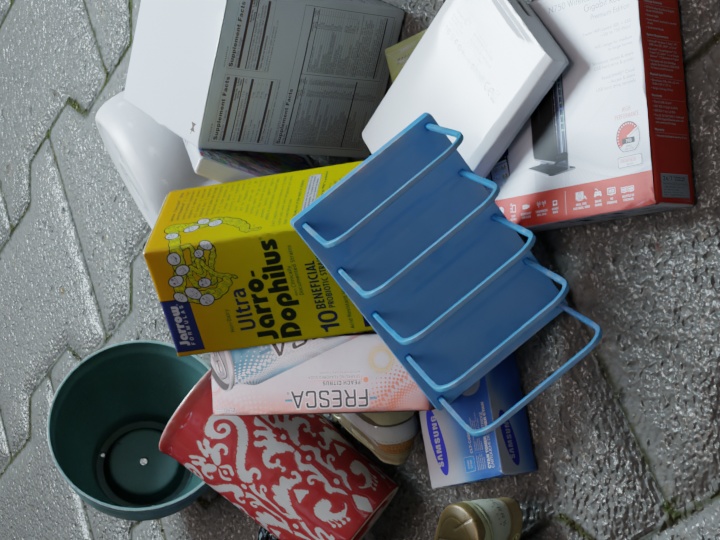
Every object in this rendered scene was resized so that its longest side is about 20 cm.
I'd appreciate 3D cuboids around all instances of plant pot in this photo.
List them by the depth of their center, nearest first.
[{"bbox_3d":[-0.246,0.197,1.475,0.134,0.200,0.201,102,149,-60],"label":"plant pot"}]

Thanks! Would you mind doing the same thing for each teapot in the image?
[{"bbox_3d":[-0.186,-0.128,1.420,0.200,0.146,0.197,59,168,0],"label":"teapot"}]

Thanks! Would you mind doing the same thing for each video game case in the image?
[{"bbox_3d":[-0.102,-0.105,1.254,0.018,0.143,0.200,-65,20,14],"label":"video game case"}]

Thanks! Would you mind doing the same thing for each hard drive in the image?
[{"bbox_3d":[0.081,-0.141,1.088,0.200,0.027,0.132,-55,50,36],"label":"hard drive"}]

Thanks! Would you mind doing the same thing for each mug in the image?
[{"bbox_3d":[-0.069,0.184,1.258,0.200,0.178,0.134,38,88,12],"label":"mug"}]

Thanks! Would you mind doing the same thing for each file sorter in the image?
[{"bbox_3d":[0.069,0.006,0.994,0.200,0.139,0.123,52,178,-17],"label":"file sorter"}]

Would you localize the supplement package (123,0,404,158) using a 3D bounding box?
[{"bbox_3d":[-0.093,-0.205,1.248,0.152,0.199,0.151,34,116,46],"label":"supplement package"}]

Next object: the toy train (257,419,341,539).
[{"bbox_3d":[-0.064,0.225,1.352,0.200,0.034,0.046,-64,35,30],"label":"toy train"}]

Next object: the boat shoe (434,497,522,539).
[{"bbox_3d":[0.093,0.271,1.125,0.074,0.066,0.200,54,142,35],"label":"boat shoe"}]

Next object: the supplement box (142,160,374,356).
[{"bbox_3d":[-0.068,-0.011,1.121,0.110,0.199,0.109,-81,-20,-59],"label":"supplement box"}]

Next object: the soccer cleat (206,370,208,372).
[{"bbox_3d":[-0.101,0.063,1.381,0.081,0.067,0.201,33,118,27],"label":"soccer cleat"}]

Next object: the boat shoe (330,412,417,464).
[{"bbox_3d":[-0.008,0.115,1.242,0.200,0.074,0.069,-134,33,-58],"label":"boat shoe"}]

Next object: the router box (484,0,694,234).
[{"bbox_3d":[0.165,-0.127,1.043,0.200,0.049,0.180,-10,83,51],"label":"router box"}]

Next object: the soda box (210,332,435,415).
[{"bbox_3d":[-0.027,0.089,1.130,0.199,0.064,0.069,-4,87,17],"label":"soda box"}]

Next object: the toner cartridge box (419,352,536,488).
[{"bbox_3d":[0.090,0.084,1.145,0.095,0.043,0.201,-24,72,50],"label":"toner cartridge box"}]

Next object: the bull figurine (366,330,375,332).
[{"bbox_3d":[0.000,0.000,1.235,0.121,0.065,0.201,-6,75,53],"label":"bull figurine"}]

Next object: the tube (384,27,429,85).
[{"bbox_3d":[0.064,-0.120,1.173,0.052,0.058,0.201,89,173,-77],"label":"tube"}]
